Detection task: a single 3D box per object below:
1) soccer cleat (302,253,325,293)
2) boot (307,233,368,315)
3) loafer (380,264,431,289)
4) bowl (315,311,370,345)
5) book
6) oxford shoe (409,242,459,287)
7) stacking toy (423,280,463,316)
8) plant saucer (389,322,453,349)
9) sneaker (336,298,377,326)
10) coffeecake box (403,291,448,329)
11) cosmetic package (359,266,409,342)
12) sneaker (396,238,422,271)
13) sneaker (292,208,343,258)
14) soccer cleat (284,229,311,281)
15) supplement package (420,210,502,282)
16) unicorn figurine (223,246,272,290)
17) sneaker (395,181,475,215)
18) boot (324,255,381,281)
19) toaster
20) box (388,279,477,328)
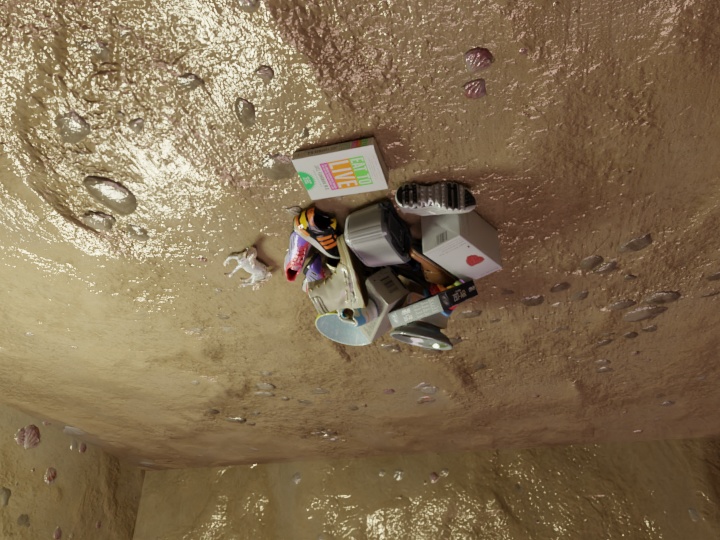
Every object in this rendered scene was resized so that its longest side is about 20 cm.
[{"bbox_3d":[-0.123,0.018,1.776,0.072,0.069,0.201,34,152,9],"label":"soccer cleat"},{"bbox_3d":[-0.073,0.014,1.631,0.151,0.072,0.204,-11,104,19],"label":"boot"},{"bbox_3d":[0.118,0.002,1.749,0.195,0.064,0.072,15,-177,-11],"label":"loafer"},{"bbox_3d":[-0.037,0.143,1.953,0.195,0.110,0.202,10,148,6],"label":"bowl"},{"bbox_3d":[-0.044,-0.237,1.433,0.195,0.049,0.134,-8,143,17],"label":"book"},{"bbox_3d":[0.188,-0.005,1.638,0.071,0.072,0.199,-42,129,19],"label":"oxford shoe"},{"bbox_3d":[0.282,0.025,1.790,0.110,0.116,0.201,43,123,6],"label":"stacking toy"},{"bbox_3d":[0.188,0.194,1.874,0.195,0.051,0.200,13,167,3],"label":"plant saucer"},{"bbox_3d":[-0.040,0.091,1.721,0.080,0.198,0.078,-27,123,-29],"label":"sneaker"},{"bbox_3d":[0.156,0.129,1.909,0.151,0.075,0.199,22,164,-28],"label":"coffeecake box"},{"bbox_3d":[0.054,0.098,1.745,0.086,0.104,0.201,-26,156,-31],"label":"cosmetic package"},{"bbox_3d":[0.171,-0.034,1.701,0.195,0.087,0.078,5,148,-7],"label":"sneaker"},{"bbox_3d":[-0.081,-0.097,1.623,0.198,0.071,0.089,30,141,-35],"label":"sneaker"},{"bbox_3d":[-0.172,-0.044,1.706,0.067,0.075,0.201,10,147,-14],"label":"soccer cleat"},{"bbox_3d":[0.264,-0.074,1.602,0.120,0.122,0.198,-27,139,35],"label":"supplement package"},{"bbox_3d":[-0.326,-0.013,1.777,0.135,0.075,0.199,-25,155,20],"label":"unicorn figurine"},{"bbox_3d":[0.183,-0.169,1.512,0.195,0.077,0.081,5,159,6],"label":"sneaker"},{"bbox_3d":[0.000,0.000,1.770,0.195,0.074,0.156,3,153,9],"label":"boot"},{"bbox_3d":[0.043,-0.091,1.590,0.127,0.116,0.200,-13,145,25],"label":"toaster"},{"bbox_3d":[0.193,0.091,1.654,0.158,0.044,0.198,-19,175,-42],"label":"box"}]
